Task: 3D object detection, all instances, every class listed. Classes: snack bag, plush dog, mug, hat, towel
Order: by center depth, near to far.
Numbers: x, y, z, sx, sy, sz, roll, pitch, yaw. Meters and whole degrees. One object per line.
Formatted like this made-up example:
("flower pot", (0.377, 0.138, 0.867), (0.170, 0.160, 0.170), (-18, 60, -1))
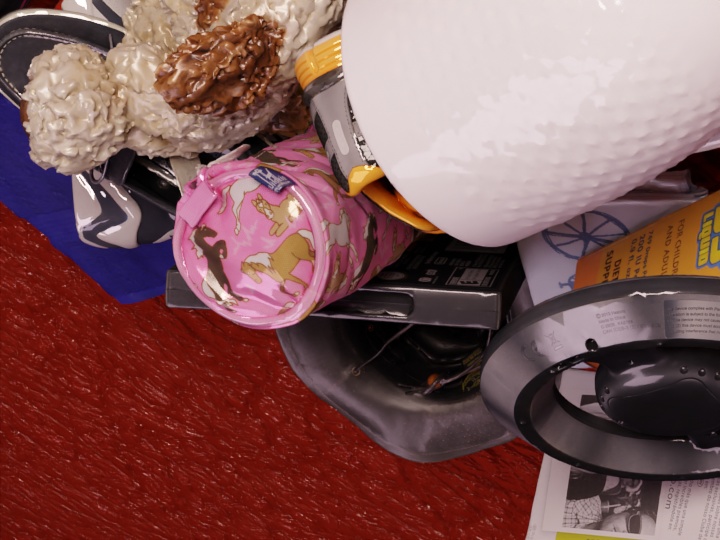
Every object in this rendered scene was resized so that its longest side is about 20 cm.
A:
("mug", (0.121, -0.101, 0.972), (0.175, 0.149, 0.199), (-25, 146, 39))
("plush dog", (-0.062, -0.127, 1.084), (0.160, 0.201, 0.172), (29, 155, -20))
("snack bag", (0.189, 0.003, 1.195), (0.199, 0.022, 0.189), (1, 147, 16))
("hat", (0.045, 0.017, 1.361), (0.200, 0.201, 0.081), (32, -158, -4))
("towel", (-0.176, -0.059, 1.383), (0.147, 0.050, 0.200), (-10, 135, 49))

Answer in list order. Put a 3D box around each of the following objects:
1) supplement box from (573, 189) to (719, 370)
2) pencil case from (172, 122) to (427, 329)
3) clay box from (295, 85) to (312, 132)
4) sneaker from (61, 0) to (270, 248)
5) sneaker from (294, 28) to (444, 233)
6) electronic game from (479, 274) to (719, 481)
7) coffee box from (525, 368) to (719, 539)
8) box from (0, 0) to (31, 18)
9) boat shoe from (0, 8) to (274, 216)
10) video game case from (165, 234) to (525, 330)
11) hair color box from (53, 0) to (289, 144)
("supplement box", (0.197, -0.001, 1.101), (0.069, 0.067, 0.200), (31, 143, -27))
("pencil case", (-0.021, -0.033, 1.091), (0.082, 0.200, 0.087), (2, 103, 22))
("clay box", (0.032, -0.101, 1.191), (0.199, 0.048, 0.115), (16, 156, 33))
("sneaker", (-0.106, -0.113, 1.257), (0.129, 0.201, 0.079), (-2, -175, 0))
("sneaker", (0.044, -0.052, 1.057), (0.078, 0.078, 0.199), (-31, 146, 35))
("electronic game", (0.161, 0.057, 1.102), (0.199, 0.042, 0.200), (3, 150, 1))
("coffee box", (0.232, 0.189, 1.283), (0.197, 0.201, 0.199), (7, 169, 45))
("box", (-0.253, -0.176, 1.247), (0.106, 0.123, 0.200), (35, 169, -7))
("boat shoe", (-0.126, -0.083, 1.194), (0.199, 0.075, 0.062), (33, -161, 0))
("video game case", (0.000, 0.000, 1.211), (0.179, 0.026, 0.200), (4, -170, 9))
("hair color box", (-0.111, -0.092, 1.369), (0.199, 0.064, 0.111), (23, 156, 15))
